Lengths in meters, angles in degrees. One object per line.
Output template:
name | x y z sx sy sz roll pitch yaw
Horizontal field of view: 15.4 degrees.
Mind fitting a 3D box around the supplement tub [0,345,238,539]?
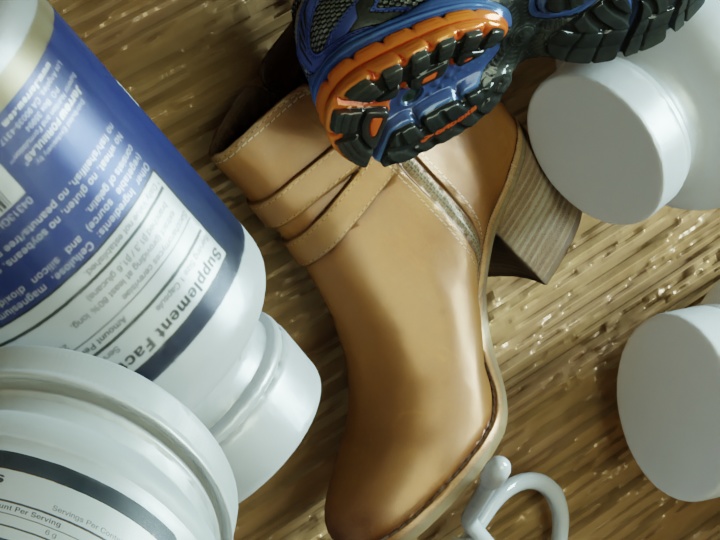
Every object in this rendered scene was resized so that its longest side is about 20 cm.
supplement tub | -0.122 0.137 0.869 0.140 0.140 0.201 49 36 -26

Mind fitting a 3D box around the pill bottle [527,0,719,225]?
pill bottle | 0.157 -0.099 1.123 0.200 0.110 0.111 -38 113 -34

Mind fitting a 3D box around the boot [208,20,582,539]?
boot | 0.000 0.000 1.061 0.155 0.076 0.201 40 70 -31

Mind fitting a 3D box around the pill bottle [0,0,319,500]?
pill bottle | -0.105 -0.003 0.964 0.111 0.111 0.200 -50 118 -19

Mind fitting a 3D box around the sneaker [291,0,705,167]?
sneaker | 0.060 -0.118 1.020 0.199 0.079 0.076 -25 148 -17

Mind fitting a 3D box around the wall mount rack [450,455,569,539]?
wall mount rack | 0.037 0.161 1.088 0.200 0.074 0.174 -55 135 -17

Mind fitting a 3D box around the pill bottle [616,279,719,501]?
pill bottle | 0.216 0.045 1.189 0.199 0.111 0.112 -10 100 -32
